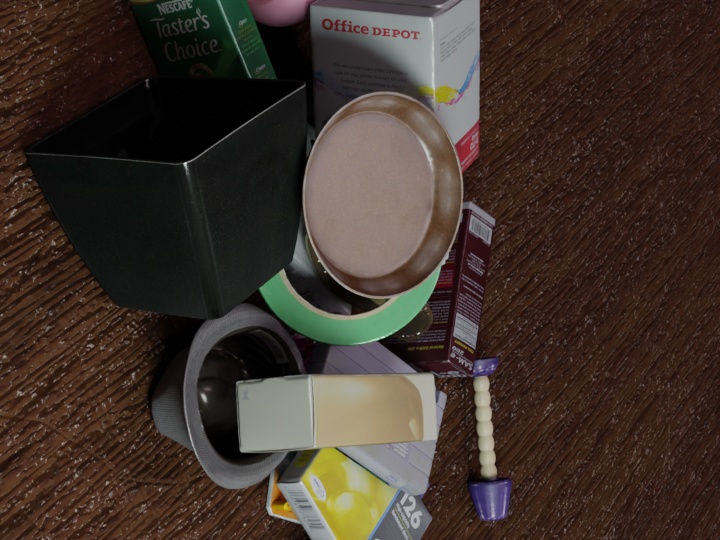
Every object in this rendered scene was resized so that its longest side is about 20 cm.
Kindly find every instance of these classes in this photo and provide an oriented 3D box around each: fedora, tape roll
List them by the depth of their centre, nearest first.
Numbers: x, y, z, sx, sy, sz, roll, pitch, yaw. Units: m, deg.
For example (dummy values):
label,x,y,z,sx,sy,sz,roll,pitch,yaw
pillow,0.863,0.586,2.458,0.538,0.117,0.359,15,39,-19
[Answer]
label,x,y,z,sx,sy,sz,roll,pitch,yaw
fedora,-0.142,0.125,1.613,0.200,0.090,0.178,-33,112,-51
tape roll,-0.016,-0.023,1.659,0.048,0.198,0.203,145,-59,-85

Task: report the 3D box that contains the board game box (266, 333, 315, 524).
label,x,y,z,sx,sy,sz,roll,pitch,yaw
board game box,-0.022,0.193,1.816,0.199,0.026,0.202,26,65,-48

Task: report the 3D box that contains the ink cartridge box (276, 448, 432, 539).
label,x,y,z,sx,sy,sz,roll,pitch,yaw
ink cartridge box,0.009,0.238,1.794,0.200,0.047,0.199,-53,125,-39

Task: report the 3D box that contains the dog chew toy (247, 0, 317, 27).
label,x,y,z,sx,sy,sz,roll,pitch,yaw
dog chew toy,-0.065,-0.337,1.759,0.200,0.124,0.126,-32,111,-58

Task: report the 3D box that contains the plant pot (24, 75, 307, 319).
label,x,y,z,sx,sy,sz,roll,pitch,yaw
plant pot,-0.168,-0.066,1.537,0.199,0.198,0.179,-40,129,-48

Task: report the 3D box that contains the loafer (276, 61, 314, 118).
label,x,y,z,sx,sy,sz,roll,pitch,yaw
loafer,-0.042,-0.199,1.797,0.200,0.072,0.073,-31,102,-50

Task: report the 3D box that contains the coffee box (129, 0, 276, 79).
label,x,y,z,sx,sy,sz,roll,pitch,yaw
coffee box,-0.151,-0.213,1.622,0.044,0.122,0.201,-41,119,-43

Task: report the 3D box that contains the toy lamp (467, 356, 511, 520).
label,x,y,z,sx,sy,sz,roll,pitch,yaw
toy lamp,0.157,0.212,2.026,0.058,0.058,0.202,-5,87,-53

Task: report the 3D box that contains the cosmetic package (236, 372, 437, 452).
label,x,y,z,sx,sy,sz,roll,pitch,yaw
cosmetic package,-0.021,0.141,1.607,0.199,0.105,0.072,3,81,-50

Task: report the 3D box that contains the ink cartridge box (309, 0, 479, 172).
label,x,y,z,sx,sy,sz,roll,pitch,yaw
ink cartridge box,0.040,-0.203,1.729,0.145,0.144,0.202,-44,139,-54

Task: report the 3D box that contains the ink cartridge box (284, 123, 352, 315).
label,x,y,z,sx,sy,sz,roll,pitch,yaw
ink cartridge box,-0.062,-0.064,1.798,0.160,0.047,0.201,47,35,-39

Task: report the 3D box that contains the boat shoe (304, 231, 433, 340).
label,x,y,z,sx,sy,sz,roll,pitch,yaw
boat shoe,0.000,0.000,1.768,0.200,0.071,0.076,48,8,-37

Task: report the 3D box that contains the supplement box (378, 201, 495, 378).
label,x,y,z,sx,sy,sz,roll,pitch,yaw
supplement box,0.090,0.025,1.918,0.061,0.108,0.202,32,62,-47

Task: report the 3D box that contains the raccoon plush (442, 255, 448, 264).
label,x,y,z,sx,sy,sz,roll,pitch,yaw
raccoon plush,0.053,-0.027,1.804,0.134,0.096,0.201,55,8,-44

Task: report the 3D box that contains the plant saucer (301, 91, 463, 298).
label,x,y,z,sx,sy,sz,roll,pitch,yaw
plant saucer,0.016,-0.074,1.584,0.199,0.034,0.202,-3,95,-36

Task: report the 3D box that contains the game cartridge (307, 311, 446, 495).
label,x,y,z,sx,sy,sz,roll,pitch,yaw
game cartridge,0.014,0.149,1.756,0.200,0.038,0.131,39,57,-37
